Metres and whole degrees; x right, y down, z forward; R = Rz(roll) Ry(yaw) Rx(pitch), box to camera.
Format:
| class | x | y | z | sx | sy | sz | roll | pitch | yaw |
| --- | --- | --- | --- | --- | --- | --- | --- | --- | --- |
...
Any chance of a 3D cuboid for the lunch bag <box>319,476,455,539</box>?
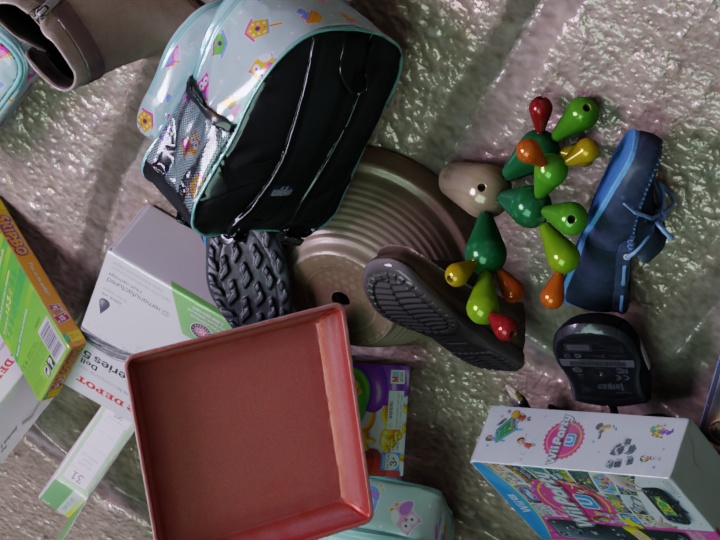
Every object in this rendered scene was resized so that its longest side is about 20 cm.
| class | x | y | z | sx | sy | sz | roll | pitch | yaw |
| --- | --- | --- | --- | --- | --- | --- | --- | --- | --- |
| lunch bag | 0.006 | 0.252 | 1.700 | 0.159 | 0.077 | 0.200 | 7 | 158 | 11 |

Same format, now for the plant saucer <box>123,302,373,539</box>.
| class | x | y | z | sx | sy | sz | roll | pitch | yaw |
| --- | --- | --- | --- | --- | --- | --- | --- | --- | --- |
| plant saucer | -0.096 | 0.141 | 1.493 | 0.037 | 0.199 | 0.201 | 21 | 122 | 63 |

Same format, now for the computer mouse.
| class | x | y | z | sx | sy | sz | roll | pitch | yaw |
| --- | --- | --- | --- | --- | --- | --- | --- | --- | --- |
| computer mouse | 0.189 | 0.087 | 1.538 | 0.140 | 0.046 | 0.200 | -2 | 146 | 24 |

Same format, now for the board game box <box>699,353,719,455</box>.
| class | x | y | z | sx | sy | sz | roll | pitch | yaw |
| --- | --- | --- | --- | --- | --- | --- | --- | --- | --- |
| board game box | 0.362 | 0.109 | 1.489 | 0.135 | 0.035 | 0.201 | 17 | 131 | 14 |

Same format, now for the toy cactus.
| class | x | y | z | sx | sy | sz | roll | pitch | yaw |
| --- | --- | --- | --- | --- | --- | --- | --- | --- | --- |
| toy cactus | 0.115 | -0.054 | 1.422 | 0.165 | 0.102 | 0.201 | 25 | 99 | 53 |

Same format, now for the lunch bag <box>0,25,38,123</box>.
| class | x | y | z | sx | sy | sz | roll | pitch | yaw |
| --- | --- | --- | --- | --- | --- | --- | --- | --- | --- |
| lunch bag | -0.376 | -0.193 | 1.584 | 0.160 | 0.077 | 0.200 | 41 | 133 | -8 |

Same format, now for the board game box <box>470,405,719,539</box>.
| class | x | y | z | sx | sy | sz | roll | pitch | yaw |
| --- | --- | --- | --- | --- | --- | --- | --- | --- | --- |
| board game box | 0.220 | 0.184 | 1.552 | 0.199 | 0.065 | 0.148 | 0 | 146 | 39 |

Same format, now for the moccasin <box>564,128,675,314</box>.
| class | x | y | z | sx | sy | sz | roll | pitch | yaw |
| --- | --- | --- | --- | --- | --- | --- | --- | --- | --- |
| moccasin | 0.218 | -0.039 | 1.429 | 0.068 | 0.081 | 0.200 | 20 | 146 | 4 |

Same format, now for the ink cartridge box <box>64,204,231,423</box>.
| class | x | y | z | sx | sy | sz | roll | pitch | yaw |
| --- | --- | --- | --- | --- | --- | --- | --- | --- | --- |
| ink cartridge box | -0.186 | 0.059 | 1.692 | 0.145 | 0.084 | 0.200 | 30 | 133 | 3 |

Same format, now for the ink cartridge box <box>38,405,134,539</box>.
| class | x | y | z | sx | sy | sz | roll | pitch | yaw |
| --- | --- | --- | --- | --- | --- | --- | --- | --- | --- |
| ink cartridge box | -0.298 | 0.230 | 1.778 | 0.048 | 0.200 | 0.146 | 35 | 159 | -4 |

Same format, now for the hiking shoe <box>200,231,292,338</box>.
| class | x | y | z | sx | sy | sz | roll | pitch | yaw |
| --- | --- | --- | --- | --- | --- | --- | --- | --- | --- |
| hiking shoe | -0.105 | -0.033 | 1.542 | 0.074 | 0.087 | 0.201 | -22 | 88 | 10 |

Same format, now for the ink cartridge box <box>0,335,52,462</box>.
| class | x | y | z | sx | sy | sz | roll | pitch | yaw |
| --- | --- | --- | --- | --- | --- | --- | --- | --- | --- |
| ink cartridge box | -0.419 | 0.093 | 1.795 | 0.199 | 0.145 | 0.084 | 20 | 132 | 12 |

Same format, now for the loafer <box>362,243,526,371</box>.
| class | x | y | z | sx | sy | sz | roll | pitch | yaw |
| --- | --- | --- | --- | --- | --- | --- | --- | --- | --- |
| loafer | 0.073 | 0.020 | 1.484 | 0.073 | 0.071 | 0.200 | 0 | 157 | 37 |

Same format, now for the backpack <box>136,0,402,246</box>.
| class | x | y | z | sx | sy | sz | roll | pitch | yaw |
| --- | --- | --- | --- | --- | --- | --- | --- | --- | --- |
| backpack | -0.070 | -0.138 | 1.416 | 0.154 | 0.175 | 0.200 | 53 | 123 | 30 |

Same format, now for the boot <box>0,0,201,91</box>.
| class | x | y | z | sx | sy | sz | roll | pitch | yaw |
| --- | --- | --- | --- | --- | --- | --- | --- | --- | --- |
| boot | -0.208 | -0.192 | 1.463 | 0.200 | 0.146 | 0.070 | 38 | 131 | -6 |

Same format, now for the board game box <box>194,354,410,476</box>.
| class | x | y | z | sx | sy | sz | roll | pitch | yaw |
| --- | --- | --- | --- | --- | --- | --- | --- | --- | --- |
| board game box | -0.069 | 0.127 | 1.585 | 0.103 | 0.199 | 0.106 | -175 | 88 | -65 |

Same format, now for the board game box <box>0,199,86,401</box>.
| class | x | y | z | sx | sy | sz | roll | pitch | yaw |
| --- | --- | --- | --- | --- | --- | --- | --- | --- | --- |
| board game box | -0.338 | 0.020 | 1.727 | 0.200 | 0.030 | 0.096 | 54 | 136 | 18 |

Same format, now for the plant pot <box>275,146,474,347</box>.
| class | x | y | z | sx | sy | sz | roll | pitch | yaw |
| --- | --- | --- | --- | --- | --- | --- | --- | --- | --- |
| plant pot | 0.000 | 0.000 | 1.548 | 0.200 | 0.093 | 0.202 | 14 | 131 | 16 |
